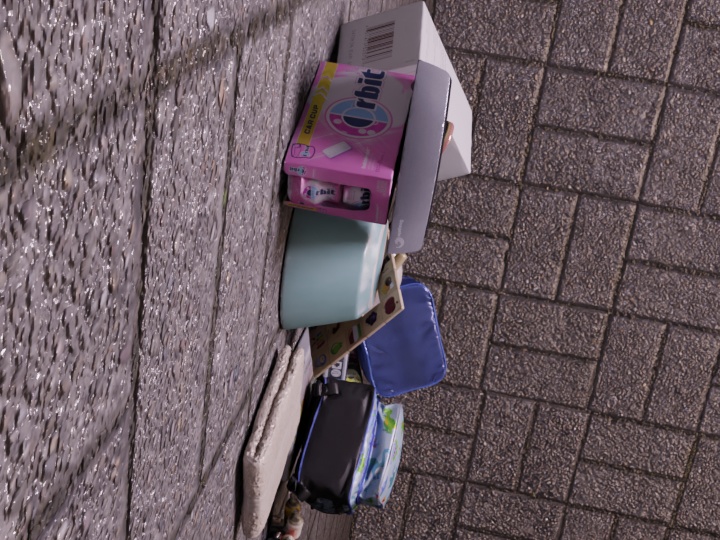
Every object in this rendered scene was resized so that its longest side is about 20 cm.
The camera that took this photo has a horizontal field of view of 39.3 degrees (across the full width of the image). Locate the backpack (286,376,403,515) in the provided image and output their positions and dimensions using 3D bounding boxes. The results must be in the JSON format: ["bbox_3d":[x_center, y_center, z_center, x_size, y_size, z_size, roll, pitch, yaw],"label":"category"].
[{"bbox_3d":[-0.016,0.265,1.458,0.200,0.146,0.184,97,6,-71],"label":"backpack"}]

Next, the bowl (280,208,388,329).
[{"bbox_3d":[-0.027,-0.017,1.237,0.201,0.104,0.202,11,90,-86],"label":"bowl"}]

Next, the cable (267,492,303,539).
[{"bbox_3d":[-0.109,0.409,1.474,0.201,0.050,0.098,92,4,-51],"label":"cable"}]

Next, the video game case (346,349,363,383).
[{"bbox_3d":[-0.039,0.243,1.739,0.182,0.036,0.201,-103,-156,-65],"label":"video game case"}]

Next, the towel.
[{"bbox_3d":[-0.105,0.195,1.187,0.201,0.034,0.133,-73,170,-51],"label":"towel"}]

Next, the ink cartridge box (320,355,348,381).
[{"bbox_3d":[-0.036,0.095,1.594,0.199,0.043,0.201,-88,-177,-55],"label":"ink cartridge box"}]

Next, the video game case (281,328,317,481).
[{"bbox_3d":[-0.085,0.174,1.453,0.200,0.023,0.183,-70,169,-70],"label":"video game case"}]

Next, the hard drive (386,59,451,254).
[{"bbox_3d":[0.065,-0.121,1.087,0.135,0.042,0.202,-52,152,-80],"label":"hard drive"}]

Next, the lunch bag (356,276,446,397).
[{"bbox_3d":[0.055,0.100,1.692,0.132,0.135,0.202,-158,-124,-81],"label":"lunch bag"}]

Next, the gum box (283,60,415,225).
[{"bbox_3d":[-0.010,-0.140,1.104,0.066,0.113,0.201,95,6,-45],"label":"gum box"}]

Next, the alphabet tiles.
[{"bbox_3d":[-0.015,0.021,1.337,0.167,0.008,0.201,-40,-141,29],"label":"alphabet tiles"}]

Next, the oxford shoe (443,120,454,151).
[{"bbox_3d":[0.027,-0.142,1.226,0.199,0.074,0.071,-24,-141,42],"label":"oxford shoe"}]

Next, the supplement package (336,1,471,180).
[{"bbox_3d":[0.059,-0.217,1.282,0.200,0.116,0.118,57,30,-46],"label":"supplement package"}]

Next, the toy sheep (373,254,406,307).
[{"bbox_3d":[0.000,0.000,1.460,0.200,0.137,0.139,-83,-178,-79],"label":"toy sheep"}]
